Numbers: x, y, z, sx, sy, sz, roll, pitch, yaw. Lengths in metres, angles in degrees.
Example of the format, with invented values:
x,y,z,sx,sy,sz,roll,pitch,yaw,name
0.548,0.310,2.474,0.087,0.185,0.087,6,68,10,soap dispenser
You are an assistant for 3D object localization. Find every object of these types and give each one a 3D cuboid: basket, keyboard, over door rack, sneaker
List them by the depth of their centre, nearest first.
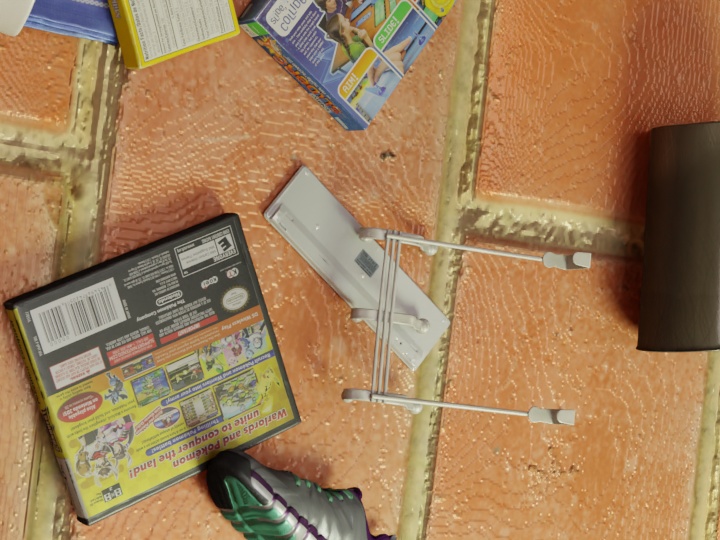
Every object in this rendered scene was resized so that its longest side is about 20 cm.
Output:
x,y,z,sx,sy,sz,roll,pitch,yaw,name
-0.047,0.192,1.322,0.200,0.074,0.088,53,54,-32,sneaker
0.000,0.000,1.364,0.200,0.011,0.056,47,65,-25,keyboard
0.085,0.049,1.364,0.198,0.067,0.149,7,85,-13,over door rack
0.325,-0.033,1.487,0.179,0.136,0.202,-6,92,-34,basket

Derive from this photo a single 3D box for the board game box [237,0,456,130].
x,y,z,sx,sy,sz,roll,pitch,yaw,name
0.006,-0.234,1.335,0.135,0.034,0.201,43,72,-25,board game box

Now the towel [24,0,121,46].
x,y,z,sx,sy,sz,roll,pitch,yaw,name
-0.227,-0.277,1.202,0.144,0.024,0.202,9,88,-32,towel

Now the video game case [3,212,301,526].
x,y,z,sx,sy,sz,roll,pitch,yaw,name
-0.157,0.074,1.265,0.199,0.025,0.182,-24,104,-28,video game case

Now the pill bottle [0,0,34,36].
x,y,z,sx,sy,sz,roll,pitch,yaw,name
-0.311,-0.234,1.090,0.199,0.109,0.110,19,84,-21,pill bottle

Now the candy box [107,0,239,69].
x,y,z,sx,sy,sz,roll,pitch,yaw,name
-0.157,-0.262,1.227,0.102,0.026,0.202,-24,109,-36,candy box
